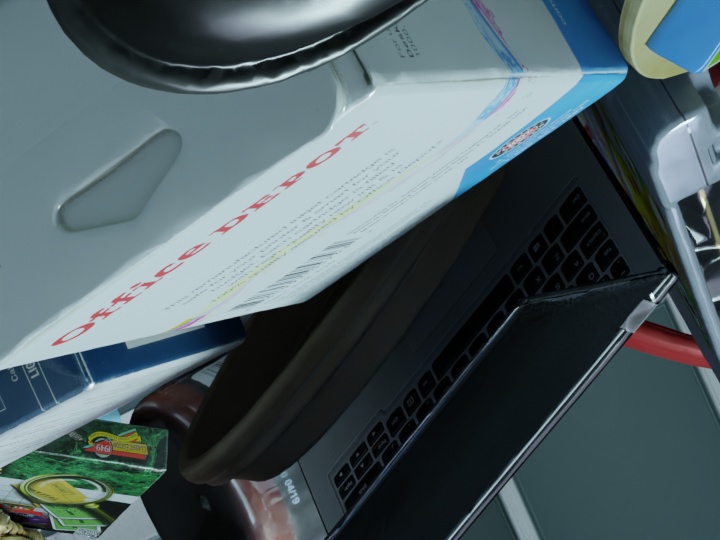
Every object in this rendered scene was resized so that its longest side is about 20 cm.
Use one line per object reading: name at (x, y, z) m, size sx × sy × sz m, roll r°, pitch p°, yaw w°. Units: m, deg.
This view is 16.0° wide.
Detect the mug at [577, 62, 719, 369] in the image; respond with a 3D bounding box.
mug at (0.126, -0.047, 1.090) m, size 0.199 × 0.178 × 0.134 m, roll -18°, pitch 145°, yaw -11°

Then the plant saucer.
plant saucer at (0.000, 0.000, 0.955) m, size 0.201 × 0.029 × 0.200 m, roll -54°, pitch -172°, yaw 11°

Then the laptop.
laptop at (0.011, 0.036, 0.933) m, size 0.115 × 0.200 × 0.188 m, roll 24°, pitch 116°, yaw -34°

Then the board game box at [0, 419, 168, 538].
board game box at (-0.190, 0.076, 1.072) m, size 0.199 × 0.024 × 0.105 m, roll 10°, pitch 153°, yaw -19°

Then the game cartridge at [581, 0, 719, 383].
game cartridge at (0.114, -0.039, 0.948) m, size 0.040 × 0.134 × 0.200 m, roll -23°, pitch 140°, yaw 4°

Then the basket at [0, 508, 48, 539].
basket at (-0.228, 0.192, 1.141) m, size 0.199 × 0.150 × 0.143 m, roll -2°, pitch 160°, yaw 16°

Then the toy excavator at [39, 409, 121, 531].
toy excavator at (-0.147, 0.061, 1.324) m, size 0.199 × 0.100 × 0.194 m, roll -35°, pitch 173°, yaw 16°

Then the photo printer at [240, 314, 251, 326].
photo printer at (-0.126, 0.027, 1.153) m, size 0.199 × 0.070 × 0.166 m, roll -28°, pitch 173°, yaw 35°

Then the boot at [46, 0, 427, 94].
boot at (0.029, -0.112, 0.466) m, size 0.211 × 0.080 × 0.158 m, roll -35°, pitch -178°, yaw -4°

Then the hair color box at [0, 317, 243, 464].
hair color box at (-0.150, 0.043, 0.895) m, size 0.199 × 0.061 × 0.100 m, roll -28°, pitch 174°, yaw 28°

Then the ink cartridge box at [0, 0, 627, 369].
ink cartridge box at (-0.029, -0.049, 0.741) m, size 0.144 × 0.085 × 0.200 m, roll -34°, pitch 172°, yaw 23°

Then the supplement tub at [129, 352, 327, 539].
supplement tub at (0.002, 0.060, 1.143) m, size 0.199 × 0.107 × 0.107 m, roll -29°, pitch 177°, yaw -29°

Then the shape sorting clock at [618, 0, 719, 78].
shape sorting clock at (0.150, -0.137, 0.778) m, size 0.200 × 0.039 × 0.200 m, roll -44°, pitch 168°, yaw -12°
